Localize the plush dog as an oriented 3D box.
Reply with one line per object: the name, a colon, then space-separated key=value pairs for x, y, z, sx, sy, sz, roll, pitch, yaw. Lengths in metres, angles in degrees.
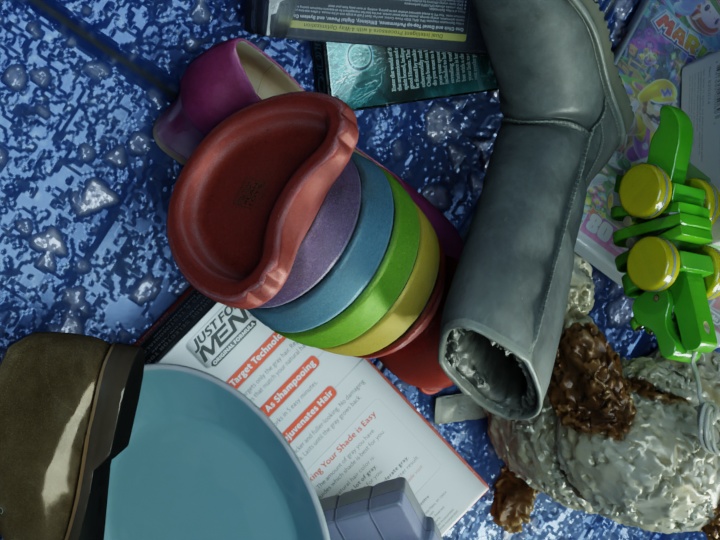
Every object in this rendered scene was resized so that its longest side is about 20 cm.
plush dog: x=0.145 y=0.094 z=1.551 sx=0.200 sy=0.172 sz=0.161 roll=34 pitch=87 yaw=-21

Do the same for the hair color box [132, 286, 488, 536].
hair color box: x=-0.031 y=0.088 z=1.550 sx=0.102 sy=0.061 sz=0.200 roll=-45 pitch=110 yaw=-7

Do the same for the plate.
plate: x=-0.090 y=0.147 z=1.491 sx=0.026 sy=0.200 sz=0.201 roll=-20 pitch=108 yaw=-52

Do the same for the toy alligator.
toy alligator: x=0.168 y=0.009 z=1.499 sx=0.059 sy=0.054 sz=0.201 roll=10 pitch=70 yaw=-46

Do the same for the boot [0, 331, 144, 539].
boot: x=-0.175 y=0.131 z=1.454 sx=0.075 sy=0.074 sz=0.201 roll=13 pitch=87 yaw=4

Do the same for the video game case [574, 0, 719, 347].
video game case: x=0.198 y=-0.075 z=1.589 sx=0.143 sy=0.018 sz=0.200 roll=35 pitch=69 yaw=-15

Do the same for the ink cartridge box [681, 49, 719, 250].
ink cartridge box: x=0.254 y=-0.077 z=1.494 sx=0.067 sy=0.200 sz=0.118 roll=7 pitch=79 yaw=-22

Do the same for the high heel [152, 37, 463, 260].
high heel: x=-0.013 y=-0.063 z=1.511 sx=0.200 sy=0.096 sz=0.067 roll=31 pitch=52 yaw=-13

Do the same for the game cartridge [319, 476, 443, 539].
game cartridge: x=0.009 y=0.214 z=1.545 sx=0.129 sy=0.038 sz=0.200 roll=-15 pitch=121 yaw=22

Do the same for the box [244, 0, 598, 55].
box: x=0.041 y=-0.203 z=1.506 sx=0.199 sy=0.049 sz=0.162 roll=2 pitch=96 yaw=-20

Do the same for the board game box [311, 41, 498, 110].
board game box: x=0.031 y=-0.198 z=1.544 sx=0.135 sy=0.028 sz=0.201 roll=-9 pitch=102 yaw=-17

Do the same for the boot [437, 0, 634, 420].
boot: x=0.079 y=-0.047 z=1.444 sx=0.182 sy=0.072 sz=0.200 roll=53 pitch=53 yaw=-40

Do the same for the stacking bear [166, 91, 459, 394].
stacking bear: x=0.000 y=0.000 z=1.467 sx=0.200 sy=0.114 sz=0.122 roll=35 pitch=79 yaw=-39
